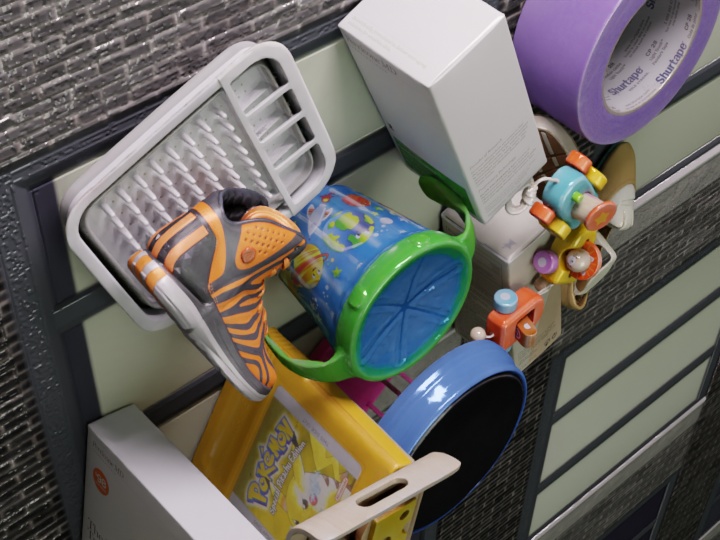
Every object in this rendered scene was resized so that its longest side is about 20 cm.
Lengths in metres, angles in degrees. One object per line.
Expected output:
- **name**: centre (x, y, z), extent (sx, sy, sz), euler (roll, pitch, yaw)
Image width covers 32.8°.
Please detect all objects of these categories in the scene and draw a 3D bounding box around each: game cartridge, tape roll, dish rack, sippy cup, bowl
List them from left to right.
- **dish rack**: centre (-0.117, -0.064, 0.876), extent (0.200, 0.044, 0.172), euler (-44, 149, -11)
- **game cartridge**: centre (-0.060, 0.170, 1.041), extent (0.032, 0.200, 0.177), euler (-4, 125, -49)
- **sippy cup**: centre (0.000, 0.000, 1.006), extent (0.178, 0.130, 0.140), euler (-19, 136, -41)
- **bowl**: centre (0.077, 0.157, 1.115), extent (0.200, 0.039, 0.201), euler (-34, 145, -28)
- **tape roll**: centre (0.236, -0.222, 1.121), extent (0.200, 0.085, 0.200), euler (-32, 144, -27)

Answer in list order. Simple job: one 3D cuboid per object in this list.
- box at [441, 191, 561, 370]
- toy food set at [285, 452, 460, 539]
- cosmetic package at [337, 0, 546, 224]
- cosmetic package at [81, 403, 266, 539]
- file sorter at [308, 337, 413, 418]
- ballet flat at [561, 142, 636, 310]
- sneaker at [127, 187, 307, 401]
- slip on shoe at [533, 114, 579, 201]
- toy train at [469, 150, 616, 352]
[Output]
- **box**: centre (0.145, 0.007, 1.235), extent (0.078, 0.095, 0.200), euler (-39, 148, -20)
- **toy food set**: centre (0.006, 0.241, 0.947), extent (0.143, 0.060, 0.200), euler (-22, 139, -37)
- **cosmetic package**: centre (0.071, -0.139, 0.976), extent (0.085, 0.108, 0.200), euler (-45, 147, -7)
- **cosmetic package**: centre (-0.149, 0.227, 0.986), extent (0.052, 0.200, 0.151), euler (-22, 137, -40)
- **file sorter**: centre (-0.015, 0.183, 1.183), extent (0.200, 0.125, 0.139), euler (-53, 149, 4)
- **ballet flat**: centre (0.270, -0.045, 1.367), extent (0.069, 0.063, 0.200), euler (-6, 127, -49)
- **sneaker**: centre (-0.079, 0.017, 0.894), extent (0.112, 0.078, 0.200), euler (-43, 148, -10)
- **slip on shoe**: centre (0.192, -0.101, 1.218), extent (0.200, 0.076, 0.061), euler (51, 43, -51)
- **toy train**: centre (0.174, -0.008, 1.115), extent (0.150, 0.056, 0.200), euler (-32, 143, -33)
